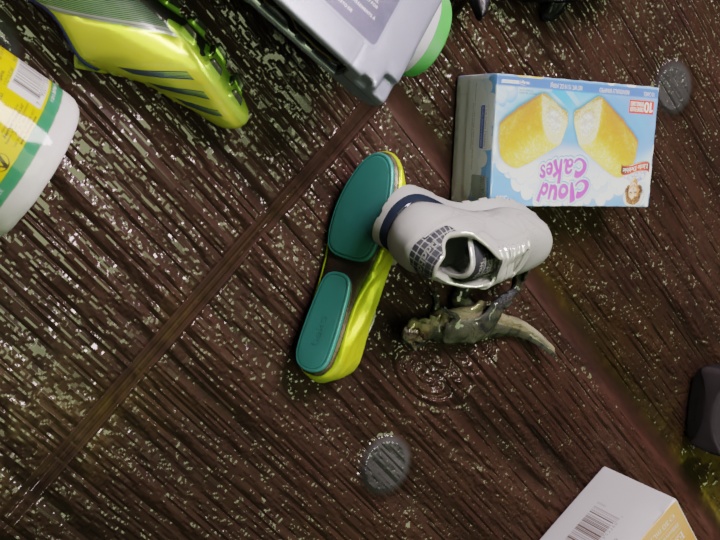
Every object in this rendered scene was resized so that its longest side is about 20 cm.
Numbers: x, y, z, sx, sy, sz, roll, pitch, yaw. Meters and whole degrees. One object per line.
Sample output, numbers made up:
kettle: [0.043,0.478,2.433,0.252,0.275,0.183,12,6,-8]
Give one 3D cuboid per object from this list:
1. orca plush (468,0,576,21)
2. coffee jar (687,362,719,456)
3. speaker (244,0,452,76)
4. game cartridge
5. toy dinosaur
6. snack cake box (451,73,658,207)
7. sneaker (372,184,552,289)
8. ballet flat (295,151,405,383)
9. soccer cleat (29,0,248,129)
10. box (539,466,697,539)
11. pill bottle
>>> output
orca plush: [0.180,-0.253,0.886,0.197,0.105,0.072,-25,141,-27]
coffee jar: [0.464,0.158,1.102,0.196,0.085,0.107,2,96,-30]
speaker: [-0.024,-0.225,0.761,0.197,0.088,0.090,19,88,-30]
game cartridge: [-0.028,-0.232,0.687,0.199,0.041,0.135,38,72,-25]
toy dinosaur: [0.115,0.034,0.907,0.196,0.047,0.090,5,102,-33]
snack cake box: [0.184,-0.119,0.908,0.196,0.067,0.118,-2,98,-29]
sneaker: [0.101,-0.015,0.806,0.197,0.080,0.078,1,118,-41]
ballet flat: [0.000,0.000,0.830,0.067,0.066,0.204,18,91,-51]
soccer cleat: [-0.166,-0.167,0.713,0.083,0.065,0.199,-40,124,14]
box: [0.284,0.342,1.013,0.152,0.106,0.202,-42,115,-18]
pill bottle: [-0.290,-0.117,0.608,0.199,0.112,0.114,36,80,-30]
